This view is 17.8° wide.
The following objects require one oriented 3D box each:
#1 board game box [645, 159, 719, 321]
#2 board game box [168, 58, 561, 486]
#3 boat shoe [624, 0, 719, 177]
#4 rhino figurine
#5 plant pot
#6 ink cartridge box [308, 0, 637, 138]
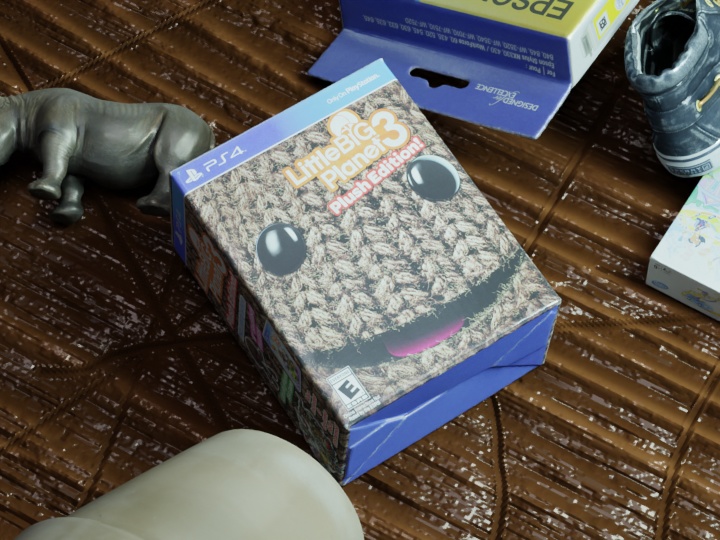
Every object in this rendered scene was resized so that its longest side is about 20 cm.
[{"bbox_3d":[0.301,-0.004,1.460,0.199,0.034,0.135,27,63,17],"label":"board game box"},{"bbox_3d":[0.000,0.000,1.414,0.159,0.097,0.200,-30,69,-17],"label":"board game box"},{"bbox_3d":[0.227,-0.162,1.508,0.070,0.091,0.201,-5,45,27],"label":"boat shoe"},{"bbox_3d":[-0.189,-0.079,1.498,0.199,0.060,0.088,10,65,4],"label":"rhino figurine"},{"bbox_3d":[-0.091,0.185,1.276,0.199,0.201,0.174,27,46,17],"label":"plant pot"},{"bbox_3d":[0.088,-0.191,1.530,0.197,0.047,0.200,18,57,36],"label":"ink cartridge box"}]
